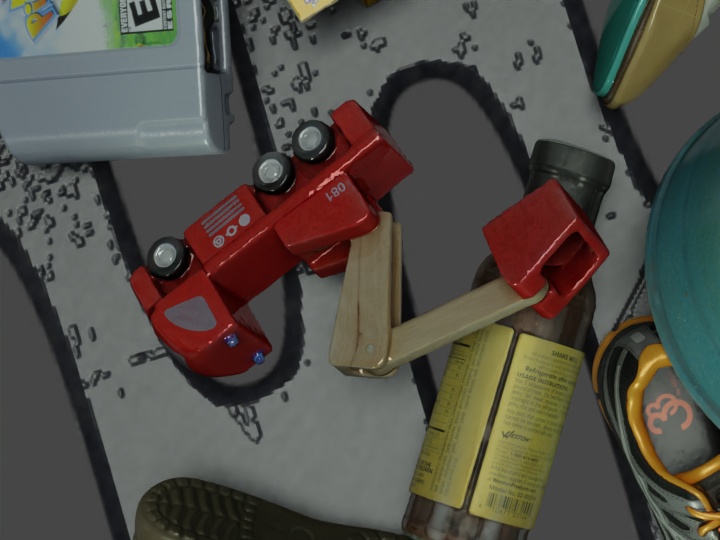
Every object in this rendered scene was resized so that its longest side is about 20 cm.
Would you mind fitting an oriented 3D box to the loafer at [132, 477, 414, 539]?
[{"bbox_3d":[-0.018,0.161,1.092,0.199,0.076,0.068,24,122,-2],"label":"loafer"}]

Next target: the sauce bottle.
[{"bbox_3d":[0.076,0.038,1.094,0.064,0.065,0.201,18,88,5],"label":"sauce bottle"}]

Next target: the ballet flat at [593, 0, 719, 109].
[{"bbox_3d":[0.165,-0.170,1.103,0.063,0.069,0.201,14,88,-9],"label":"ballet flat"}]

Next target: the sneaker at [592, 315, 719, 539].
[{"bbox_3d":[0.172,0.113,1.076,0.078,0.077,0.200,-34,86,0],"label":"sneaker"}]

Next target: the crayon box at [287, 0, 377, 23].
[{"bbox_3d":[0.026,-0.221,1.122,0.200,0.052,0.126,-32,84,1],"label":"crayon box"}]

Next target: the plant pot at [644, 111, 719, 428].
[{"bbox_3d":[0.248,-0.023,0.992,0.199,0.188,0.201,5,70,-13],"label":"plant pot"}]

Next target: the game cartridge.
[{"bbox_3d":[-0.129,-0.153,1.110,0.133,0.040,0.201,-2,93,29],"label":"game cartridge"}]

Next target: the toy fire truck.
[{"bbox_3d":[0.000,0.000,1.075,0.200,0.049,0.141,-38,60,8],"label":"toy fire truck"}]
